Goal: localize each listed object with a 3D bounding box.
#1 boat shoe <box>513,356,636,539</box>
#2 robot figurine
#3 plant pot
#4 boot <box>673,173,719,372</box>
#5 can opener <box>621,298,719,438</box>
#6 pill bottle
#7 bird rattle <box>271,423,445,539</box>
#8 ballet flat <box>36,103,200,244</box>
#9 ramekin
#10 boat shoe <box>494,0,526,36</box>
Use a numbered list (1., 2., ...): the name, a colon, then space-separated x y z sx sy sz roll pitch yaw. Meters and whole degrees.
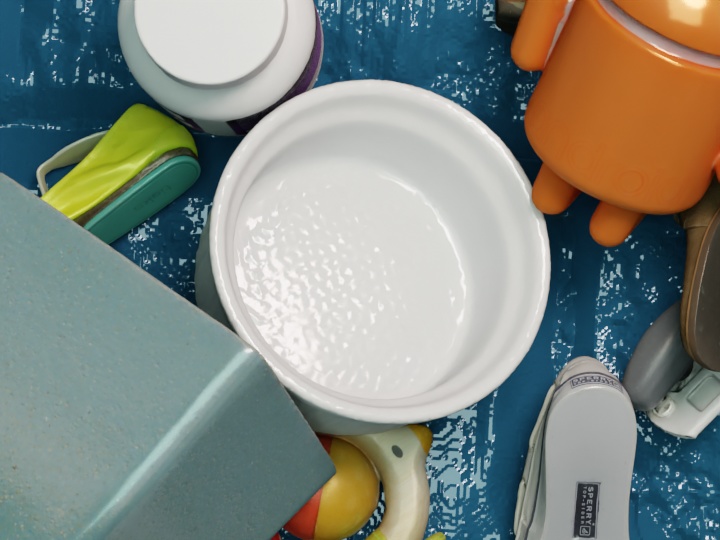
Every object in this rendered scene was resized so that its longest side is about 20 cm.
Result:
1. boat shoe: 0.122 0.147 1.701 0.072 0.066 0.200 1 110 -2
2. robot figurine: 0.166 -0.112 1.616 0.117 0.144 0.200 2 125 -35
3. plant pot: -0.165 0.106 1.600 0.196 0.196 0.200 33 77 23
4. boot: 0.211 -0.031 1.680 0.074 0.075 0.200 33 63 -37
5. can opener: 0.235 0.014 1.696 0.200 0.067 0.053 -47 54 0
6. pill bottle: -0.079 -0.137 1.644 0.111 0.200 0.112 0 89 1
7. bird rattle: -0.033 0.153 1.708 0.200 0.113 0.163 9 77 14
8. ballet flat: -0.186 -0.027 1.720 0.200 0.067 0.067 -39 67 -3
9. ramekin: 0.000 0.000 1.664 0.200 0.098 0.201 5 73 -16
10. boat shoe: 0.179 -0.167 1.708 0.200 0.076 0.074 2 78 -1
